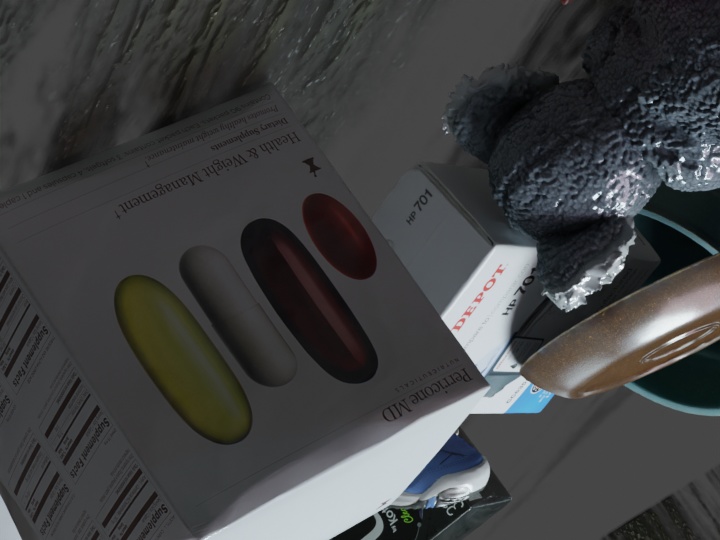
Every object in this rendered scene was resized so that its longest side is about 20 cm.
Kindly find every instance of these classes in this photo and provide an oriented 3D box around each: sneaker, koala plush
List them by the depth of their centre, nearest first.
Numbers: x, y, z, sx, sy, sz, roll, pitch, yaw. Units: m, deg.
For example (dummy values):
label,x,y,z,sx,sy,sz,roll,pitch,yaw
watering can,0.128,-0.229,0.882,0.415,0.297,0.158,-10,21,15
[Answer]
label,x,y,z,sx,sy,sz,roll,pitch,yaw
koala plush,0.159,-0.087,1.394,0.200,0.178,0.184,-30,168,9
sneaker,-0.009,0.078,1.404,0.076,0.200,0.077,-24,133,-53

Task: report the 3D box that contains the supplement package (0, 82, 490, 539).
label,x,y,z,sx,sy,sz,roll,pitch,yaw
supplement package,-0.083,0.048,1.192,0.191,0.200,0.147,-26,163,-34

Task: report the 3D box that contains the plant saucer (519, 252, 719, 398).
label,x,y,z,sx,sy,sz,roll,pitch,yaw
plant saucer,0.196,0.034,1.492,0.200,0.032,0.200,-24,169,-5

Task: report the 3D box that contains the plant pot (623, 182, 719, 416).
label,x,y,z,sx,sy,sz,roll,pitch,yaw
plant pot,0.264,-0.032,1.726,0.196,0.200,0.200,-47,173,-31

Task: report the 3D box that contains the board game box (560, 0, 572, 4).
label,x,y,z,sx,sy,sz,roll,pitch,yaw
board game box,0.202,-0.223,1.347,0.200,0.019,0.103,-29,165,-24

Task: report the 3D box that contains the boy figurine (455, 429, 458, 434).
label,x,y,z,sx,sy,sz,roll,pitch,yaw
boy figurine,0.015,0.083,1.709,0.200,0.124,0.064,-81,-164,-64

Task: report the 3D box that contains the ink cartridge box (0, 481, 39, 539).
label,x,y,z,sx,sy,sz,roll,pitch,yaw
ink cartridge box,-0.104,0.081,1.310,0.200,0.146,0.085,-20,160,-25

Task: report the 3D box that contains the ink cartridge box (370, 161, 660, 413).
label,x,y,z,sx,sy,sz,roll,pitch,yaw
ink cartridge box,0.078,0.015,1.514,0.200,0.086,0.147,2,130,-54

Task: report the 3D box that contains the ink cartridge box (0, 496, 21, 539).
label,x,y,z,sx,sy,sz,roll,pitch,yaw
ink cartridge box,-0.228,0.151,1.493,0.200,0.057,0.163,-35,166,-22

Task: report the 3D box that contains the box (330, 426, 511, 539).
label,x,y,z,sx,sy,sz,roll,pitch,yaw
box,-0.009,0.189,1.899,0.200,0.149,0.124,-39,166,14
